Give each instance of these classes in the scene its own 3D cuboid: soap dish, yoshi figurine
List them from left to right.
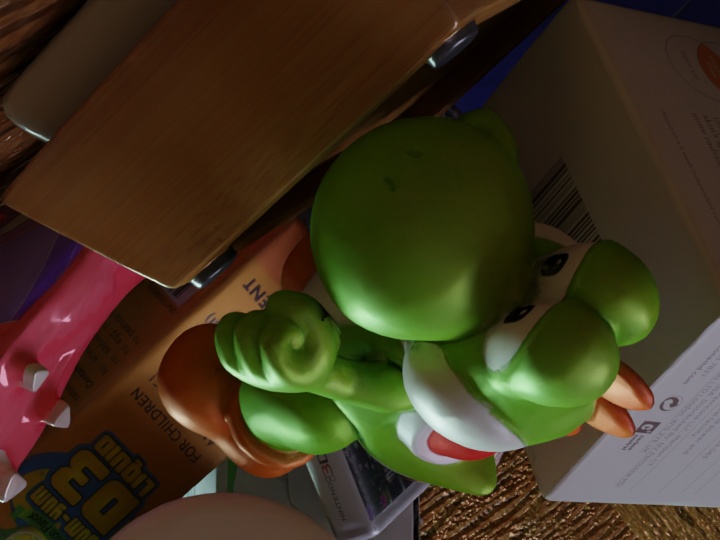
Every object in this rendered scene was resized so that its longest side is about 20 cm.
[{"bbox_3d":[-0.002,-0.081,0.732,0.157,0.081,0.200,-42,177,31],"label":"soap dish"},{"bbox_3d":[0.007,0.003,0.689,0.111,0.113,0.200,7,170,-25],"label":"yoshi figurine"}]

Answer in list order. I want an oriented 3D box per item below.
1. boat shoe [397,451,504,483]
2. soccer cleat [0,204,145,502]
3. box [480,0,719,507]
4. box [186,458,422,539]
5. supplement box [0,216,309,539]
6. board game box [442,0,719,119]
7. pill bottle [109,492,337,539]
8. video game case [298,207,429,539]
[{"bbox_3d":[0.038,0.015,0.902,0.200,0.067,0.072,-101,-147,-61],"label":"boat shoe"},{"bbox_3d":[-0.103,-0.011,0.823,0.200,0.076,0.067,-55,155,-23],"label":"soccer cleat"},{"bbox_3d":[0.137,0.001,0.787,0.199,0.125,0.098,6,138,-36],"label":"box"},{"bbox_3d":[-0.031,0.094,1.134,0.096,0.201,0.177,5,150,-8],"label":"box"},{"bbox_3d":[-0.093,0.053,0.875,0.200,0.067,0.069,-42,-142,-2],"label":"supplement box"},{"bbox_3d":[0.121,-0.069,0.996,0.159,0.097,0.200,-43,167,-4],"label":"board game box"},{"bbox_3d":[-0.046,0.154,0.900,0.114,0.114,0.200,-39,169,-9],"label":"pill bottle"},{"bbox_3d":[0.000,0.000,1.020,0.023,0.183,0.200,-19,-175,23],"label":"video game case"}]
